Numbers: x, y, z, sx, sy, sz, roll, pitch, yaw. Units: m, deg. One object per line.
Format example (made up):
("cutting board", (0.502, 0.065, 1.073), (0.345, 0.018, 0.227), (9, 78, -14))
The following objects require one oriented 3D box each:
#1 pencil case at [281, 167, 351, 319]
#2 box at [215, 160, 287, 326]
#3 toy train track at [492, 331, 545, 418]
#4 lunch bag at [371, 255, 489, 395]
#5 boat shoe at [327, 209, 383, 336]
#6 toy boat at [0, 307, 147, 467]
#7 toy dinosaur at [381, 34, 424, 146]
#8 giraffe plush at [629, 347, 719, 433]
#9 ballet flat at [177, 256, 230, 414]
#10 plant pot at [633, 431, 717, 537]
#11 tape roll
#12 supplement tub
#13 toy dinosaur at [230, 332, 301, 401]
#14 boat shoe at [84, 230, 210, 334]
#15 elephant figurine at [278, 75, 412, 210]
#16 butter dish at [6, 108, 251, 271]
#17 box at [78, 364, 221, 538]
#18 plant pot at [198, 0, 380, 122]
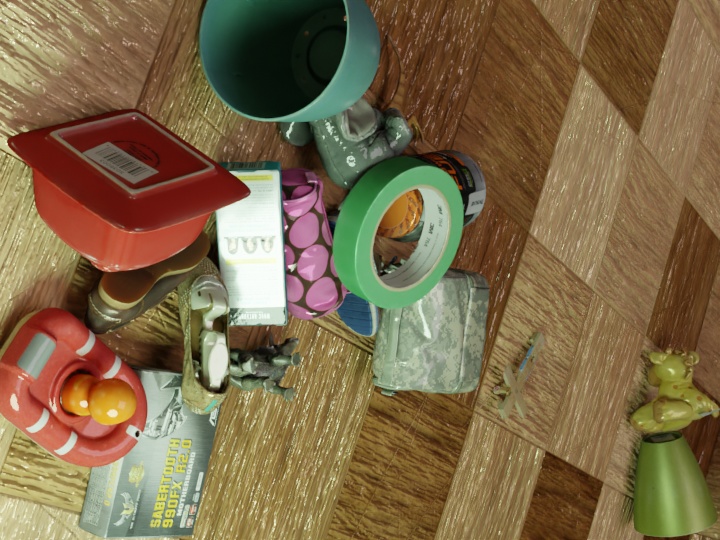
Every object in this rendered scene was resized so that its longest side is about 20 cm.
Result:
("pencil case", (-0.073, -0.038, 1.701), (0.091, 0.093, 0.200), (-97, 174, -54))
("box", (-0.135, -0.033, 1.610), (0.049, 0.082, 0.201), (-90, 179, -72))
("toy train track", (0.284, 0.187, 2.345), (0.200, 0.032, 0.115), (-56, 133, -39))
("lunch bag", (0.093, 0.084, 1.935), (0.168, 0.139, 0.201), (2, 97, -56))
("boat shoe", (0.000, 0.000, 1.835), (0.072, 0.072, 0.201), (-45, 134, -41))
("toy boat", (-0.293, 0.135, 1.392), (0.131, 0.130, 0.200), (-63, 142, -22))
("toy dinosaur", (0.048, -0.222, 1.851), (0.106, 0.060, 0.201), (45, 62, -49))
("giraffe plush", (0.688, 0.257, 2.861), (0.172, 0.200, 0.163), (16, 57, -53))
("ballet flat", (-0.178, 0.069, 1.545), (0.070, 0.065, 0.201), (5, 72, -35))
("plant pot", (0.693, 0.471, 2.916), (0.187, 0.187, 0.201), (-19, 100, -52))
("tape roll", (0.053, -0.050, 1.728), (0.200, 0.048, 0.201), (-21, 122, -37))
("supplement tub", (0.088, -0.108, 1.878), (0.200, 0.122, 0.123), (-18, 114, -57))
("toy dinosaur", (-0.143, 0.126, 1.652), (0.200, 0.102, 0.077), (-2, 94, -46))
("boat shoe", (-0.248, 0.007, 1.487), (0.200, 0.070, 0.070), (-39, 167, -53))
("elephant figurine", (-0.038, -0.209, 1.696), (0.141, 0.155, 0.200), (-36, 131, 13))
("butter dish", (-0.255, -0.065, 1.379), (0.199, 0.200, 0.148), (-24, 142, -51))
("box", (-0.247, 0.218, 1.559), (0.158, 0.048, 0.201), (17, 85, -57))
("plant pot", (-0.067, -0.270, 1.559), (0.161, 0.200, 0.201), (4, 97, -64))
